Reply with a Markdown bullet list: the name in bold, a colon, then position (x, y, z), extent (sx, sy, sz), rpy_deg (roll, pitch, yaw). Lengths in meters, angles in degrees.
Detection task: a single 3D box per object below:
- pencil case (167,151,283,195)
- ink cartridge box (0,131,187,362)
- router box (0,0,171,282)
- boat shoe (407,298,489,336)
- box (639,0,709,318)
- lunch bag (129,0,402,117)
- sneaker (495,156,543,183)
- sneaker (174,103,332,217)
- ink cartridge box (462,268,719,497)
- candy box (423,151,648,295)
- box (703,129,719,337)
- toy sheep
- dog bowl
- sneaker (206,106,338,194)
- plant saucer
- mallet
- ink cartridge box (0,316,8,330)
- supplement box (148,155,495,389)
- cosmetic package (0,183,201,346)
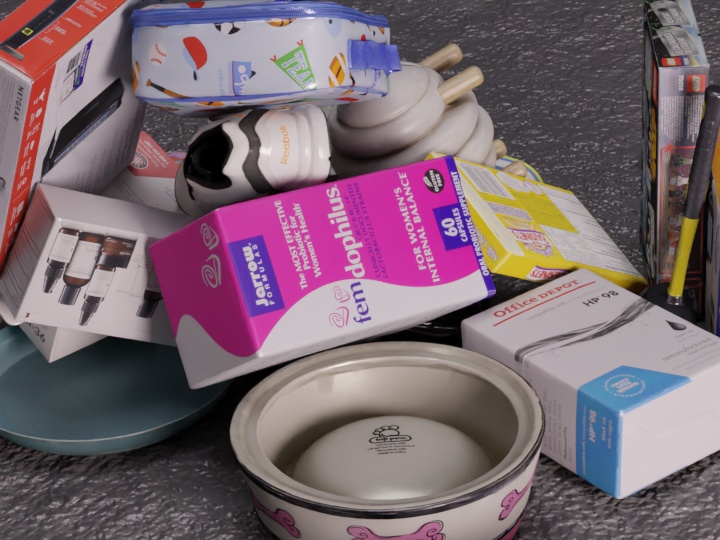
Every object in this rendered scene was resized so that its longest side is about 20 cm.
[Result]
- **pencil case**: position (-0.084, -0.030, 1.596), extent (0.199, 0.088, 0.087), rpy_deg (20, 35, 36)
- **ink cartridge box**: position (-0.206, -0.013, 1.490), extent (0.199, 0.068, 0.117), rpy_deg (-25, 59, -37)
- **router box**: position (-0.203, -0.111, 1.391), extent (0.049, 0.201, 0.180), rpy_deg (30, 46, 10)
- **boat shoe**: position (0.000, 0.000, 1.485), extent (0.198, 0.067, 0.057), rpy_deg (17, 6, -5)
- **box**: position (0.232, -0.084, 1.529), extent (0.039, 0.202, 0.137), rpy_deg (-2, 27, 3)
- **lunch bag**: position (-0.060, -0.146, 1.393), extent (0.159, 0.076, 0.200), rpy_deg (-3, 4, 15)
- **sneaker**: position (0.047, -0.064, 1.653), extent (0.198, 0.075, 0.082), rpy_deg (11, 33, 27)
- **sneaker**: position (-0.094, -0.076, 1.414), extent (0.079, 0.074, 0.200), rpy_deg (-3, -8, -26)
- **ink cartridge box**: position (0.147, 0.065, 1.384), extent (0.115, 0.067, 0.199), rpy_deg (-22, 33, -31)
- **candy box**: position (0.126, -0.029, 1.486), extent (0.199, 0.026, 0.103), rpy_deg (12, 38, -54)
- **box**: position (0.268, -0.012, 1.478), extent (0.041, 0.120, 0.200), rpy_deg (-1, 28, 3)
- **toy sheep**: position (0.041, -0.092, 1.533), extent (0.137, 0.201, 0.138), rpy_deg (-22, 27, 12)
- **dog bowl**: position (0.019, 0.125, 1.295), extent (0.198, 0.074, 0.201), rpy_deg (-3, 27, 2)
- **sneaker**: position (-0.036, -0.131, 1.579), extent (0.200, 0.116, 0.075), rpy_deg (-18, 30, -41)
- **plant saucer**: position (-0.182, 0.077, 1.458), extent (0.198, 0.028, 0.201), rpy_deg (-2, 27, 1)
- **mallet**: position (0.230, -0.036, 1.446), extent (0.041, 0.202, 0.066), rpy_deg (9, 18, 1)
- **ink cartridge box**: position (-0.267, -0.007, 1.583), extent (0.199, 0.067, 0.115), rpy_deg (-25, 36, -36)
- **supplement box**: position (-0.025, 0.000, 1.369), extent (0.199, 0.102, 0.103), rpy_deg (-15, -5, -34)
- **cosmetic package**: position (-0.139, 0.005, 1.406), extent (0.199, 0.083, 0.051), rpy_deg (11, 27, -33)
